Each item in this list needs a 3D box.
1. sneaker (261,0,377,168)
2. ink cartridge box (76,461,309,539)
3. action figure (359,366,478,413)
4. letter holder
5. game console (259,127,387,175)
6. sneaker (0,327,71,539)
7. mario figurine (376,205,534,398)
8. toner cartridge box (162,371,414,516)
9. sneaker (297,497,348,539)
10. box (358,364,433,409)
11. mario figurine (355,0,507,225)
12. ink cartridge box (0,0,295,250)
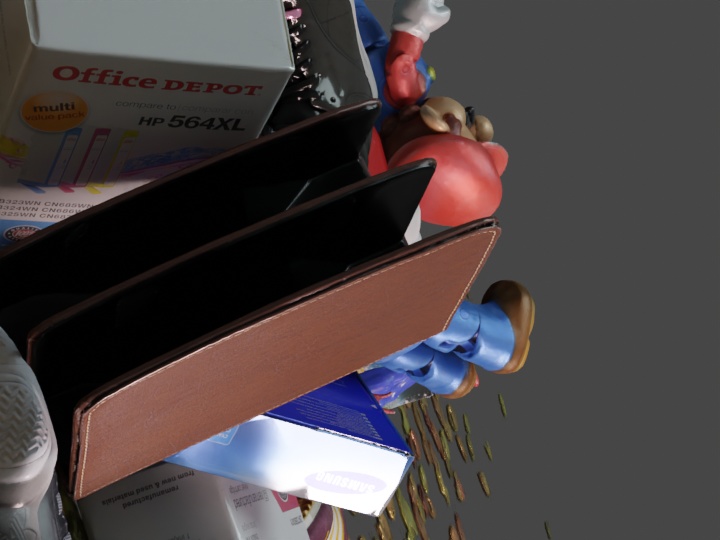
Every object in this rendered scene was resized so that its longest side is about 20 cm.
[{"bbox_3d":[-0.034,-0.100,1.082,0.200,0.070,0.100,62,24,-54],"label":"sneaker"},{"bbox_3d":[-0.068,0.199,1.104,0.145,0.084,0.201,7,64,-78],"label":"ink cartridge box"},{"bbox_3d":[-0.007,0.089,1.373,0.065,0.199,0.052,116,-46,-64],"label":"action figure"},{"bbox_3d":[-0.055,-0.001,0.887,0.101,0.199,0.142,62,-18,14],"label":"letter holder"},{"bbox_3d":[-0.062,0.010,1.206,0.200,0.118,0.173,-18,94,-60],"label":"game console"},{"bbox_3d":[-0.148,0.125,0.859,0.114,0.075,0.201,71,3,-63],"label":"sneaker"},{"bbox_3d":[0.000,0.000,1.064,0.199,0.124,0.106,20,19,-42],"label":"mario figurine"},{"bbox_3d":[-0.077,0.064,1.040,0.199,0.043,0.095,19,20,-31],"label":"toner cartridge box"},{"bbox_3d":[-0.040,0.185,1.326,0.200,0.075,0.090,-65,133,-74],"label":"sneaker"},{"bbox_3d":[-0.041,0.014,1.445,0.038,0.136,0.201,-54,125,-78],"label":"box"},{"bbox_3d":[0.039,-0.118,1.371,0.200,0.106,0.123,57,6,22],"label":"mario figurine"},{"bbox_3d":[-0.121,-0.107,0.976,0.200,0.128,0.126,124,-38,-52],"label":"ink cartridge box"}]
